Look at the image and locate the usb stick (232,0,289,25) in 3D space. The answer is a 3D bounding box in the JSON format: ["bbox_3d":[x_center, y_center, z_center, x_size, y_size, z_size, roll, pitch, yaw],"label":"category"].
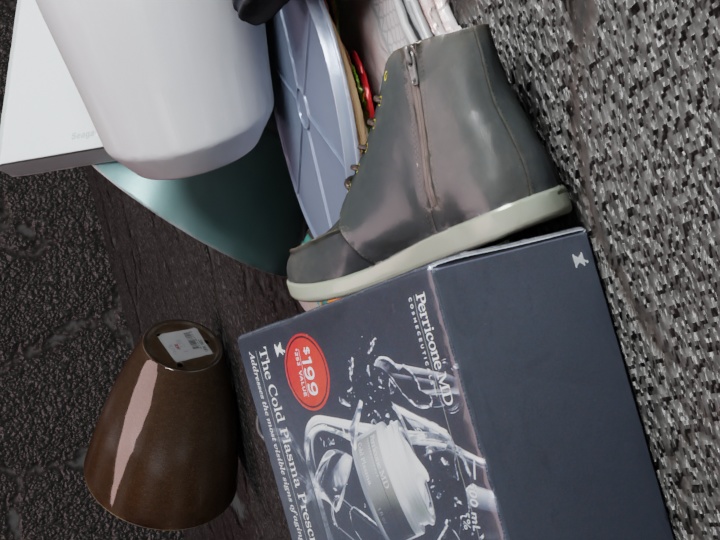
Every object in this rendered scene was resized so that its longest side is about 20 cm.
[{"bbox_3d":[-0.053,-0.240,1.080,0.055,0.032,0.202,-38,44,51],"label":"usb stick"}]

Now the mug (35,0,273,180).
[{"bbox_3d":[-0.114,-0.152,1.159,0.148,0.187,0.155,-2,115,31],"label":"mug"}]

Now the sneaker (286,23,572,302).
[{"bbox_3d":[0.022,-0.053,0.935,0.199,0.074,0.107,-21,86,48],"label":"sneaker"}]

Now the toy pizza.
[{"bbox_3d":[-0.022,-0.103,1.117,0.200,0.031,0.203,167,90,-78],"label":"toy pizza"}]

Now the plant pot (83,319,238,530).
[{"bbox_3d":[-0.219,0.163,2.096,0.188,0.185,0.202,-119,34,-46],"label":"plant pot"}]

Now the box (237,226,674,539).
[{"bbox_3d":[0.047,0.101,0.904,0.181,0.103,0.202,-22,83,53],"label":"box"}]

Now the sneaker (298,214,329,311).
[{"bbox_3d":[0.000,0.000,1.187,0.200,0.071,0.081,-145,46,-63],"label":"sneaker"}]

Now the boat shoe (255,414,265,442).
[{"bbox_3d":[0.008,0.106,1.133,0.199,0.066,0.071,15,113,46],"label":"boat shoe"}]

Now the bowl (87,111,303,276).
[{"bbox_3d":[-0.107,-0.093,1.349,0.106,0.200,0.201,-57,26,7],"label":"bowl"}]

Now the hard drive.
[{"bbox_3d":[-0.195,-0.173,1.298,0.026,0.131,0.202,31,-122,-54],"label":"hard drive"}]

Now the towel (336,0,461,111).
[{"bbox_3d":[0.024,-0.107,1.059,0.192,0.032,0.202,98,154,-60],"label":"towel"}]
